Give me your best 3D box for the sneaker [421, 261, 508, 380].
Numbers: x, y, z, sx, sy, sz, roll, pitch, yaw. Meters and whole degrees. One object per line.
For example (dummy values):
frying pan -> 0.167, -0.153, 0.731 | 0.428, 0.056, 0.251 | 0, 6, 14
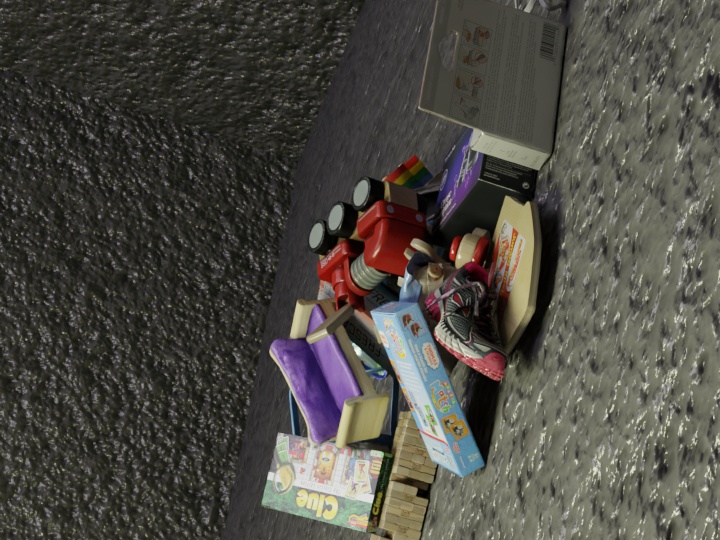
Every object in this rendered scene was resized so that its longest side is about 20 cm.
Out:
sneaker -> 0.125, 0.052, 1.524 | 0.075, 0.080, 0.200 | -51, 24, 14

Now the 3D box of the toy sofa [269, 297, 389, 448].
toy sofa -> -0.045, 0.134, 1.809 | 0.201, 0.096, 0.084 | -118, 31, -41

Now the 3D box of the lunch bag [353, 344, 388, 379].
lunch bag -> 0.031, 0.045, 2.064 | 0.170, 0.126, 0.202 | -58, -8, -82

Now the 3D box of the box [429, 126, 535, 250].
box -> 0.163, -0.124, 1.761 | 0.200, 0.078, 0.143 | 124, 163, -62

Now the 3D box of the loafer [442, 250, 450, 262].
loafer -> 0.104, 0.004, 1.959 | 0.062, 0.071, 0.203 | -2, 74, 51

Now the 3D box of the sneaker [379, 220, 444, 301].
sneaker -> 0.067, 0.001, 1.908 | 0.077, 0.076, 0.200 | -25, -16, -43

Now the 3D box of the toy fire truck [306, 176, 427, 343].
toy fire truck -> 0.000, 0.000, 1.778 | 0.176, 0.127, 0.202 | -40, 45, 44

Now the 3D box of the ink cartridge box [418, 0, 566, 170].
ink cartridge box -> 0.159, -0.240, 1.669 | 0.045, 0.174, 0.202 | 124, 161, -59

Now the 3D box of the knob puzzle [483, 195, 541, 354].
knob puzzle -> 0.178, 0.020, 1.561 | 0.220, 0.030, 0.223 | -166, 90, -79

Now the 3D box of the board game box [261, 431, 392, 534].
board game box -> -0.047, 0.279, 1.800 | 0.198, 0.023, 0.106 | 3, 79, 43

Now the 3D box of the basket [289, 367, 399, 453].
basket -> -0.024, 0.243, 1.906 | 0.174, 0.139, 0.203 | -9, 77, 31

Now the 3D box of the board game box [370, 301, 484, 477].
board game box -> 0.076, 0.136, 1.602 | 0.151, 0.036, 0.202 | 178, 69, -80

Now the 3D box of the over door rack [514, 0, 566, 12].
over door rack -> 0.240, -0.426, 1.786 | 0.148, 0.066, 0.202 | 121, 142, -57

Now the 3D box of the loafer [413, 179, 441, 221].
loafer -> 0.064, -0.081, 1.918 | 0.073, 0.198, 0.063 | 66, -163, 3

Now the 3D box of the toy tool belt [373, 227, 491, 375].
toy tool belt -> 0.083, 0.028, 1.693 | 0.125, 0.121, 0.202 | -54, -21, -52

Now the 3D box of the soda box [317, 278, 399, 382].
soda box -> 0.027, 0.074, 1.872 | 0.200, 0.068, 0.064 | 40, 136, 32

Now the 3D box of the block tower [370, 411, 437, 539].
block tower -> 0.060, 0.278, 1.751 | 0.054, 0.057, 0.203 | 153, 133, -76

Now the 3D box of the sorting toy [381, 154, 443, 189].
sorting toy -> 0.037, -0.092, 2.061 | 0.199, 0.070, 0.200 | -43, 0, 16
